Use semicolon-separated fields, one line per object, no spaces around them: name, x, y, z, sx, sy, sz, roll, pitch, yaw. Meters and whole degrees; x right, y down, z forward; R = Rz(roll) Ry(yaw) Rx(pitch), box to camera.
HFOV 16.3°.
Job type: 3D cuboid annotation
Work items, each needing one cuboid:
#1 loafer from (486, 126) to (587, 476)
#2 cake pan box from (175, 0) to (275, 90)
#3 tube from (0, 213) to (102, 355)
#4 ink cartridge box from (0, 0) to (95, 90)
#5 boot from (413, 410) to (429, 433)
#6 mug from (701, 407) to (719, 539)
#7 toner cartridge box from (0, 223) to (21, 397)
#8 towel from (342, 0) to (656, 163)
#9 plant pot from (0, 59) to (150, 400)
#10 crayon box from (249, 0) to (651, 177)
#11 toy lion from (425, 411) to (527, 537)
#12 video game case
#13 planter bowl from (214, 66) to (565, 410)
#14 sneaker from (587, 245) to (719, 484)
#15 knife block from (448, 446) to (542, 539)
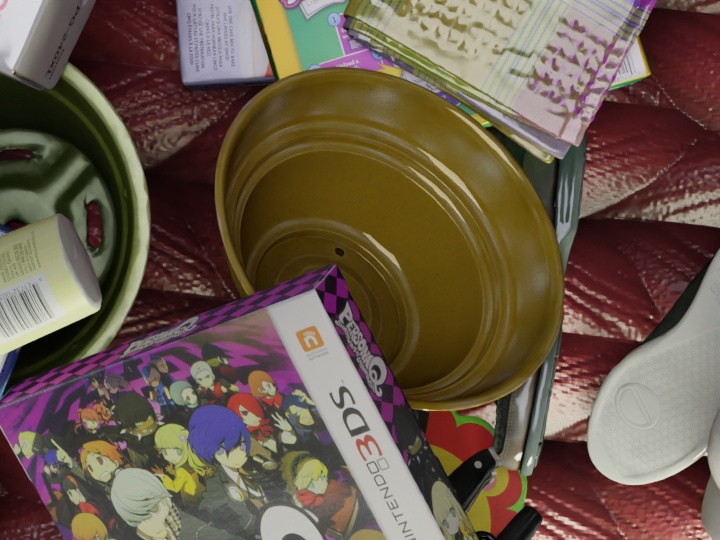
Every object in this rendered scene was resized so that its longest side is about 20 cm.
loafer;0.085;0.014;1.418;0.063;0.072;0.201;9;80;3
cake pan box;-0.017;-0.207;1.431;0.183;0.052;0.201;-2;91;-1
tube;-0.224;0.032;1.210;0.199;0.052;0.058;-23;49;5
ink cartridge box;-0.219;-0.195;1.236;0.199;0.083;0.146;24;90;4
boot;-0.073;0.087;1.351;0.199;0.188;0.069;-1;115;11
mug;0.261;0.094;1.355;0.175;0.200;0.148;-48;46;11
toner cartridge box;-0.260;-0.006;1.253;0.199;0.043;0.095;22;92;2
towel;0.093;-0.175;1.334;0.143;0.023;0.201;29;86;0
plant pot;-0.203;-0.024;1.367;0.199;0.190;0.201;0;90;1
crayon box;0.047;-0.134;1.377;0.199;0.058;0.119;-17;91;1
toy lion;-0.001;0.166;1.429;0.199;0.069;0.193;-3;83;2
video game case;-0.057;0.109;1.232;0.199;0.036;0.182;-20;106;27
planter bowl;0.000;0.000;1.304;0.200;0.083;0.201;15;55;-22
sneaker;0.204;0.037;1.416;0.071;0.099;0.200;40;123;11
knife block;0.016;0.183;1.312;0.064;0.200;0.176;37;110;12
